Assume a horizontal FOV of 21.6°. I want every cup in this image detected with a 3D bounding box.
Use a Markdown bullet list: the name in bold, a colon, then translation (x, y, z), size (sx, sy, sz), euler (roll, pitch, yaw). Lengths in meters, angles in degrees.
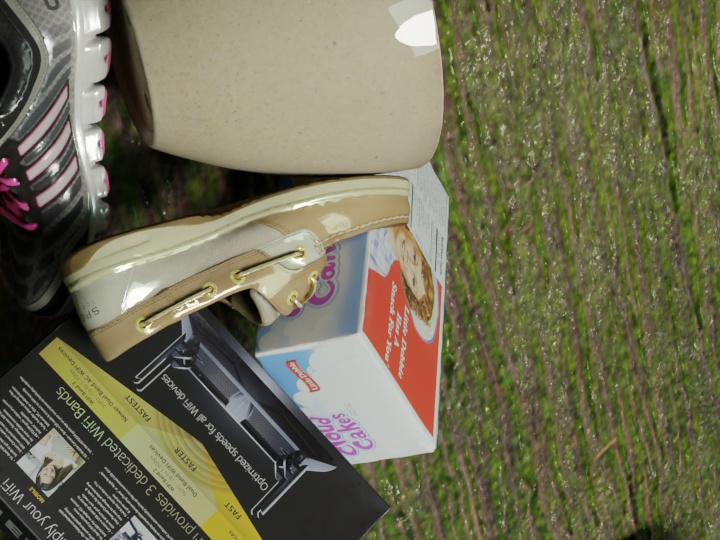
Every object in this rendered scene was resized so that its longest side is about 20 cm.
- **cup**: translation (-0.059, -0.134, 1.010), size (0.142, 0.200, 0.201), euler (-16, 124, -14)

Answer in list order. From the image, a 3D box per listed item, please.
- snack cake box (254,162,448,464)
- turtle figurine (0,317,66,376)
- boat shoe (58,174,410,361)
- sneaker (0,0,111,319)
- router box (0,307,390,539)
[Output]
- **snack cake box**: translation (0.000, 0.000, 1.122), size (0.115, 0.067, 0.201), euler (59, 27, -43)
- **turtle figurine**: translation (-0.150, 0.121, 1.126), size (0.143, 0.200, 0.195), euler (-27, 108, 7)
- **boat shoe**: translation (-0.060, -0.002, 1.013), size (0.199, 0.074, 0.067), euler (-16, 87, -18)
- **sneaker**: translation (-0.184, -0.067, 0.999), size (0.087, 0.074, 0.201), euler (-10, 117, -34)
- **router box**: translation (-0.107, 0.113, 1.021), size (0.200, 0.052, 0.157), euler (48, 64, -1)
